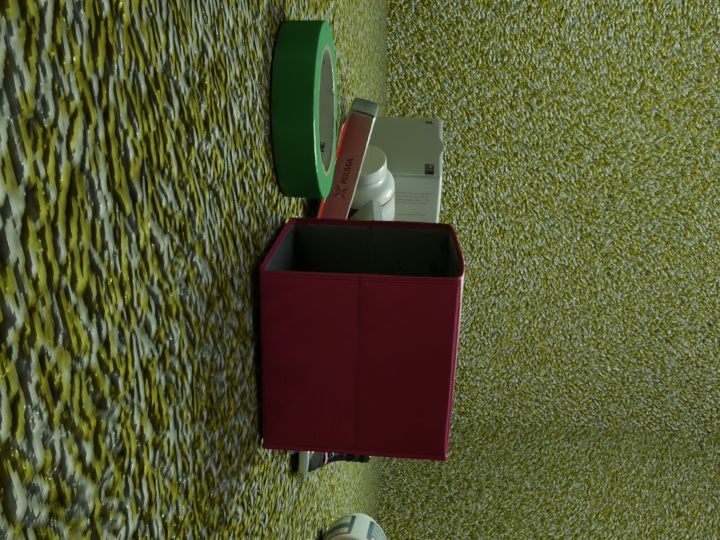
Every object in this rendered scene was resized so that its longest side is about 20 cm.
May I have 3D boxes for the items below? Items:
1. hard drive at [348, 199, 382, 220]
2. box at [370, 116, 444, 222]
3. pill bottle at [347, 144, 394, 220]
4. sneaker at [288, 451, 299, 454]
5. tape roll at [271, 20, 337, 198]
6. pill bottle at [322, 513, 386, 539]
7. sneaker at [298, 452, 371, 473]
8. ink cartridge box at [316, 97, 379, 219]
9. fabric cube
[{"bbox_3d":[0.000,0.000,1.194,0.132,0.027,0.200,-38,-131,47],"label":"hard drive"},{"bbox_3d":[0.064,-0.203,1.431,0.199,0.199,0.131,-83,175,-45],"label":"box"},{"bbox_3d":[0.006,-0.124,1.289,0.200,0.112,0.112,86,7,-48],"label":"pill bottle"},{"bbox_3d":[-0.028,0.172,0.950,0.200,0.115,0.081,-80,172,-61],"label":"sneaker"},{"bbox_3d":[-0.061,-0.185,0.824,0.200,0.048,0.201,1,90,-86],"label":"tape roll"},{"bbox_3d":[-0.012,0.496,1.239,0.200,0.119,0.120,41,51,-83],"label":"pill bottle"},{"bbox_3d":[-0.033,0.247,1.014,0.200,0.099,0.071,37,56,-83],"label":"sneaker"},{"bbox_3d":[-0.023,-0.135,1.028,0.174,0.043,0.200,-81,-173,-65],"label":"ink cartridge box"},{"bbox_3d":[0.004,0.065,0.778,0.196,0.199,0.200,-78,170,-71],"label":"fabric cube"}]
